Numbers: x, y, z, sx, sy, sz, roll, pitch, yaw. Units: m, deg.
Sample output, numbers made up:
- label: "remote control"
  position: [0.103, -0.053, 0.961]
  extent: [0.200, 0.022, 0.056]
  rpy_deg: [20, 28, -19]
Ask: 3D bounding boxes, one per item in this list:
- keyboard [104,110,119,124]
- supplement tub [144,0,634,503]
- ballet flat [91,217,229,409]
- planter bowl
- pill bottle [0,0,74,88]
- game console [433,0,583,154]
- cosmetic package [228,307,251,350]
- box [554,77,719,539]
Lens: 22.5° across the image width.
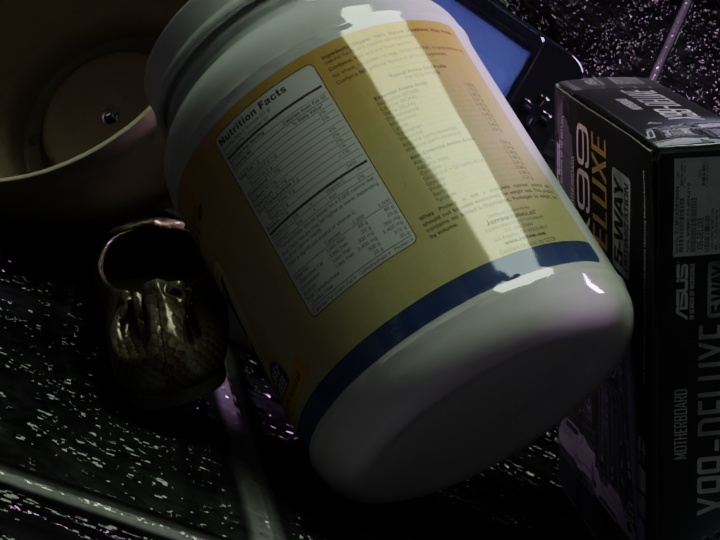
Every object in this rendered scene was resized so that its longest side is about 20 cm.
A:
- label: "keyboard"
  position: [-0.077, -0.122, 1.055]
  extent: [0.040, 0.199, 0.105]
  rpy_deg: [58, 10, -42]
- label: "supplement tub"
  position: [0.006, -0.023, 0.742]
  extent: [0.144, 0.144, 0.201]
  rpy_deg: [8, 47, -55]
- label: "ballet flat"
  position: [-0.089, 0.005, 0.790]
  extent: [0.067, 0.047, 0.200]
  rpy_deg: [-13, 18, -2]
- label: "planter bowl"
  position: [-0.144, -0.104, 0.919]
  extent: [0.199, 0.201, 0.135]
  rpy_deg: [29, -14, 25]
- label: "pill bottle"
  position: [-0.249, -0.154, 1.063]
  extent: [0.114, 0.115, 0.200]
  rpy_deg: [14, 15, -41]
- label: "game console"
  position: [0.040, -0.103, 1.120]
  extent: [0.199, 0.172, 0.118]
  rpy_deg: [31, 0, -17]
- label: "cosmetic package"
  position: [0.000, 0.000, 0.952]
  extent: [0.106, 0.091, 0.200]
  rpy_deg: [26, 14, 15]
- label: "box"
  position: [0.126, 0.027, 0.788]
  extent: [0.049, 0.202, 0.158]
  rpy_deg: [-5, 16, -7]
